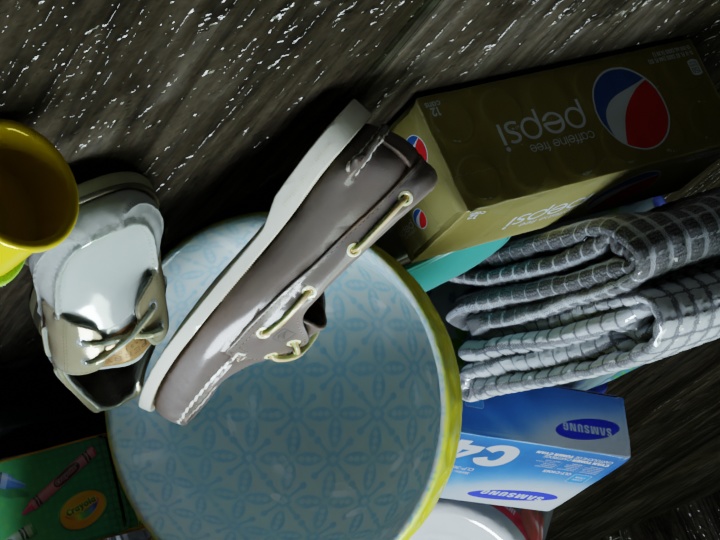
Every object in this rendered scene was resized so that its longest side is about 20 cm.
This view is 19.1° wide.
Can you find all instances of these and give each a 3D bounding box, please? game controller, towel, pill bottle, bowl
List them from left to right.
[{"bbox_3d":[-0.196,0.090,1.282,0.104,0.042,0.200,-18,173,41],"label":"game controller"},{"bbox_3d":[-0.026,0.070,1.149,0.200,0.201,0.108,-30,166,21],"label":"bowl"},{"bbox_3d":[0.084,0.144,1.491,0.111,0.111,0.200,-35,-162,34],"label":"pill bottle"},{"bbox_3d":[0.157,0.002,1.213,0.165,0.086,0.200,-17,180,-34],"label":"towel"}]

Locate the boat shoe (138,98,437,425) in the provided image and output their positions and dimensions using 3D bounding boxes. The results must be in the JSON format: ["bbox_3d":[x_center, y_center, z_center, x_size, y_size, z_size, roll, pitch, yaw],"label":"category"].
[{"bbox_3d":[-0.039,0.008,1.062,0.200,0.059,0.072,-53,-178,21],"label":"boat shoe"}]

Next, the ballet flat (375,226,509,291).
[{"bbox_3d":[0.000,0.000,1.217,0.200,0.064,0.067,-37,159,34],"label":"ballet flat"}]

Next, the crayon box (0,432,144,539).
[{"bbox_3d":[-0.205,0.143,1.267,0.199,0.058,0.119,-16,175,18],"label":"crayon box"}]

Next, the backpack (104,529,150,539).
[{"bbox_3d":[-0.064,0.153,1.507,0.200,0.163,0.154,-43,167,23],"label":"backpack"}]

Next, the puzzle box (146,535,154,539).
[{"bbox_3d":[-0.141,0.199,1.138,0.133,0.025,0.200,-43,-176,8],"label":"puzzle box"}]

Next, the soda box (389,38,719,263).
[{"bbox_3d":[0.104,-0.066,1.146,0.200,0.068,0.064,-16,164,-34],"label":"soda box"}]

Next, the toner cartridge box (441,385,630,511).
[{"bbox_3d":[0.054,0.100,1.289,0.199,0.043,0.095,10,150,-27],"label":"toner cartridge box"}]

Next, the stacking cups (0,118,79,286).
[{"bbox_3d":[-0.198,0.002,0.930,0.060,0.061,0.200,-11,165,-44],"label":"stacking cups"}]

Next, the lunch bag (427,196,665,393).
[{"bbox_3d":[0.100,0.038,1.425,0.170,0.128,0.200,-17,178,-38],"label":"lunch bag"}]

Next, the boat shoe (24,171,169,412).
[{"bbox_3d":[-0.123,0.013,1.045,0.075,0.069,0.200,-22,165,-12],"label":"boat shoe"}]
